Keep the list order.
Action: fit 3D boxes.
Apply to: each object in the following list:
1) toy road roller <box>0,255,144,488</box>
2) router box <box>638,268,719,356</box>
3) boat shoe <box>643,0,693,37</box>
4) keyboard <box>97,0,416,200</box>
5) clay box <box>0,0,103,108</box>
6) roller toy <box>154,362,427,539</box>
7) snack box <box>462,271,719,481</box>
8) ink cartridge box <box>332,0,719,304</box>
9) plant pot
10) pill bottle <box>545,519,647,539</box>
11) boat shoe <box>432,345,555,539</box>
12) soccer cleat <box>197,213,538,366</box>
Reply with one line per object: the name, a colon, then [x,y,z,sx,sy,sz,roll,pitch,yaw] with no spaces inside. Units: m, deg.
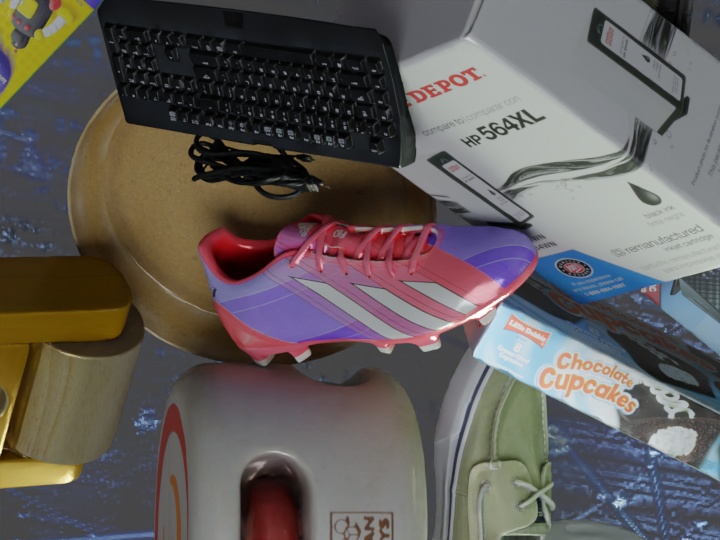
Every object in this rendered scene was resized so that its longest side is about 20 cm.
toy road roller: [-0.230,0.030,1.527,0.199,0.146,0.123,0,128,-26]
router box: [0.252,-0.030,1.475,0.150,0.062,0.200,37,118,-19]
boat shoe: [0.156,-0.190,1.380,0.066,0.072,0.202,8,128,-7]
keyboard: [-0.057,-0.077,1.392,0.199,0.040,0.105,11,130,42]
clay box: [-0.238,-0.111,1.433,0.115,0.048,0.200,42,94,-20]
roller toy: [-0.034,0.144,1.529,0.139,0.201,0.183,2,132,-11]
snack box: [0.146,0.055,1.504,0.199,0.116,0.037,26,104,-12]
ink cartridge box: [0.093,-0.078,1.396,0.200,0.085,0.146,33,153,-25]
plant pot: [-0.057,-0.038,1.517,0.199,0.028,0.201,3,122,4]
pill bottle: [0.117,0.254,1.639,0.110,0.111,0.201,11,123,-3]
boat shoe: [0.079,0.132,1.547,0.062,0.072,0.201,12,95,42]
soccer cleat: [0.000,0.000,1.454,0.199,0.067,0.077,-12,118,40]
